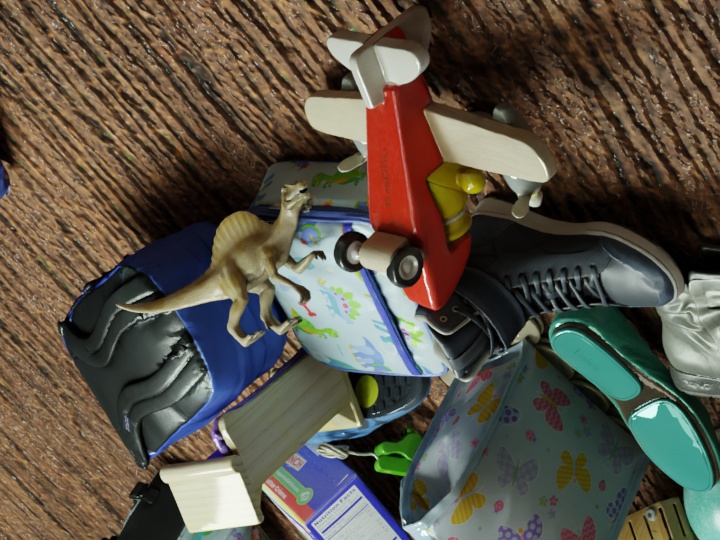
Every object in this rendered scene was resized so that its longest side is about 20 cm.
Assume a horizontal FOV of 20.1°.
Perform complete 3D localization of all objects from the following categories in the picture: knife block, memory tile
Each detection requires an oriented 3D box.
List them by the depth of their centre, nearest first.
[{"bbox_3d":[0.144,0.099,1.790,0.153,0.017,0.200,-13,130,45],"label":"memory tile"},{"bbox_3d":[0.252,0.269,1.835,0.199,0.065,0.175,-31,158,33],"label":"knife block"}]

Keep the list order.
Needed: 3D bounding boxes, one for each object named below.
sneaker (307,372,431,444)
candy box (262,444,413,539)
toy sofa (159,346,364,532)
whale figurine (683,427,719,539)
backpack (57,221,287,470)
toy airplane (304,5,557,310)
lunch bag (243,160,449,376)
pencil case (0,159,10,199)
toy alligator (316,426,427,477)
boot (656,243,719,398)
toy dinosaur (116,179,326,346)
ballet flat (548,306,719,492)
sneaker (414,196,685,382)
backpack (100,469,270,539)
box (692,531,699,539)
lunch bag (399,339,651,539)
[{"bbox_3d":[0.007,0.116,1.880,0.078,0.067,0.199,8,159,-40],"label":"sneaker"},{"bbox_3d":[-0.015,0.249,1.998,0.200,0.077,0.169,52,171,-32],"label":"candy box"},{"bbox_3d":[-0.087,0.136,1.763,0.082,0.200,0.098,-11,108,34],"label":"toy sofa"},{"bbox_3d":[0.366,0.210,1.703,0.199,0.104,0.160,23,148,12],"label":"whale figurine"},{"bbox_3d":[-0.151,0.044,1.763,0.163,0.167,0.200,52,148,3],"label":"backpack"},{"bbox_3d":[0.049,-0.098,1.493,0.201,0.140,0.199,58,141,18],"label":"toy airplane"},{"bbox_3d":[0.000,0.000,1.687,0.159,0.083,0.201,5,139,30],"label":"lunch bag"},{"bbox_3d":[-0.357,-0.124,1.772,0.087,0.078,0.201,45,157,27],"label":"pencil case"},{"bbox_3d":[0.058,0.171,1.900,0.198,0.055,0.059,18,161,-10],"label":"toy alligator"},{"bbox_3d":[0.310,0.042,1.550,0.198,0.068,0.131,3,135,30],"label":"boot"},{"bbox_3d":[-0.094,0.007,1.627,0.199,0.058,0.102,-36,75,22],"label":"toy dinosaur"},{"bbox_3d":[0.236,0.092,1.658,0.200,0.071,0.067,46,138,-14],"label":"ballet flat"},{"bbox_3d":[0.134,0.027,1.538,0.201,0.146,0.077,13,143,41],"label":"sneaker"},{"bbox_3d":[-0.178,0.333,2.206,0.149,0.178,0.201,16,151,25],"label":"backpack"},{"bbox_3d":[0.353,0.323,1.926,0.075,0.050,0.200,-1,138,37],"label":"box"},{"bbox_3d":[0.129,0.192,1.727,0.169,0.201,0.127,40,144,-18],"label":"lunch bag"}]
